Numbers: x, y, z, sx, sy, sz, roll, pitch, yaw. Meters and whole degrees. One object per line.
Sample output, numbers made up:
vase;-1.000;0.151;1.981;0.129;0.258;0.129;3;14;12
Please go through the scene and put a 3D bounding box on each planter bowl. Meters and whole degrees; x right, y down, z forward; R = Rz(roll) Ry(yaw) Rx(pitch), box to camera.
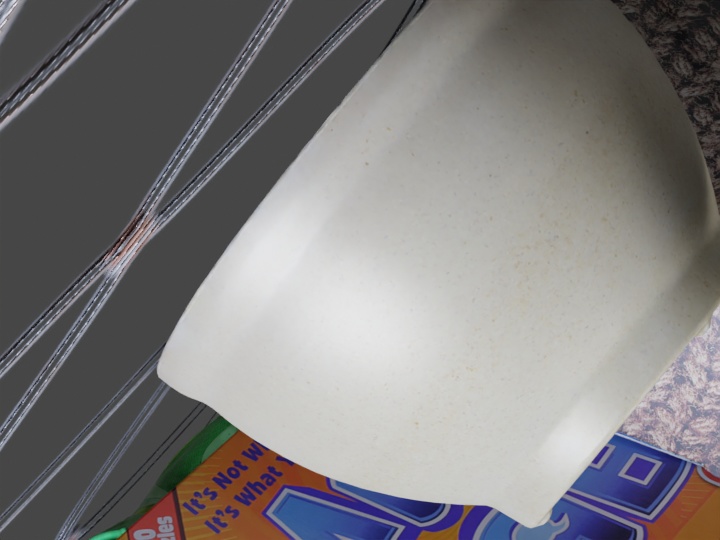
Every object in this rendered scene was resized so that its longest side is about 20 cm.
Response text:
planter bowl;0.045;0.001;0.991;0.200;0.135;0.200;-50;175;-6

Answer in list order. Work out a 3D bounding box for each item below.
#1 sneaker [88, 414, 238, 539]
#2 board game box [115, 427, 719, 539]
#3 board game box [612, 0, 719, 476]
sneaker;-0.076;0.128;1.188;0.200;0.074;0.084;-48;179;-25
board game box;0.037;0.170;1.152;0.200;0.199;0.201;-41;143;-43
board game box;0.122;-0.034;1.177;0.200;0.159;0.097;-47;149;-45
